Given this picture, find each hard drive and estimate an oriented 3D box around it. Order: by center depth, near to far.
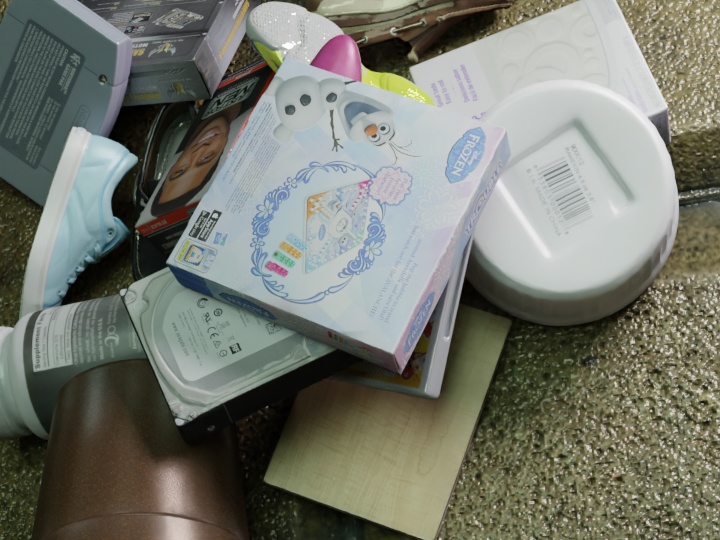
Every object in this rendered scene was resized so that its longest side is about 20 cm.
[{"bbox_3d":[-0.073,0.031,1.124,0.199,0.038,0.140,-24,57,-7],"label":"hard drive"}]

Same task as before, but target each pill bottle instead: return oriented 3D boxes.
[{"bbox_3d":[-0.233,0.084,1.249,0.198,0.114,0.115,-12,59,9],"label":"pill bottle"}]

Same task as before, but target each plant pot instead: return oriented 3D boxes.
[{"bbox_3d":[-0.171,0.190,1.137,0.199,0.201,0.199,-11,52,9],"label":"plant pot"}]

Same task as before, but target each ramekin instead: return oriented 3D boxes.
[{"bbox_3d":[0.165,-0.059,1.188,0.199,0.098,0.202,-1,82,7],"label":"ramekin"}]

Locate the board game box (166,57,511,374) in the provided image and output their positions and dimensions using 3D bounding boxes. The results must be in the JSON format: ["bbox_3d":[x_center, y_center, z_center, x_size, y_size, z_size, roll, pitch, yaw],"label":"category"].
[{"bbox_3d":[-0.015,-0.047,1.105,0.198,0.043,0.201,21,70,22],"label":"board game box"}]

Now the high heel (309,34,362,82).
[{"bbox_3d":[-0.067,-0.110,1.187,0.067,0.096,0.201,30,96,40],"label":"high heel"}]

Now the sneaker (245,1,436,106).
[{"bbox_3d":[-0.027,-0.151,1.293,0.199,0.105,0.076,37,54,8],"label":"sneaker"}]

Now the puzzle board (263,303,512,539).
[{"bbox_3d":[0.025,0.109,1.204,0.150,0.017,0.201,18,70,12],"label":"puzzle board"}]

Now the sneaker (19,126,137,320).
[{"bbox_3d":[-0.256,-0.025,1.326,0.081,0.074,0.202,17,94,-8],"label":"sneaker"}]

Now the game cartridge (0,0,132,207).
[{"bbox_3d":[-0.294,-0.164,1.363,0.133,0.201,0.040,37,31,7],"label":"game cartridge"}]

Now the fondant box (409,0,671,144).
[{"bbox_3d":[0.160,-0.149,1.301,0.199,0.058,0.145,-22,59,5],"label":"fondant box"}]

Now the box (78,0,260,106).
[{"bbox_3d":[-0.214,-0.228,1.416,0.198,0.049,0.159,-2,45,22],"label":"box"}]

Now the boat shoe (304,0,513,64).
[{"bbox_3d":[0.049,-0.235,1.383,0.200,0.075,0.076,-7,95,4],"label":"boat shoe"}]

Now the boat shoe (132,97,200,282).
[{"bbox_3d":[-0.178,-0.071,1.349,0.073,0.060,0.201,4,63,20],"label":"boat shoe"}]

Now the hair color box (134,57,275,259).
[{"bbox_3d":[-0.115,-0.103,1.301,0.101,0.061,0.201,-19,37,39],"label":"hair color box"}]

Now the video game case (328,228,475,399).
[{"bbox_3d":[0.000,0.000,1.180,0.199,0.023,0.184,8,82,39],"label":"video game case"}]
